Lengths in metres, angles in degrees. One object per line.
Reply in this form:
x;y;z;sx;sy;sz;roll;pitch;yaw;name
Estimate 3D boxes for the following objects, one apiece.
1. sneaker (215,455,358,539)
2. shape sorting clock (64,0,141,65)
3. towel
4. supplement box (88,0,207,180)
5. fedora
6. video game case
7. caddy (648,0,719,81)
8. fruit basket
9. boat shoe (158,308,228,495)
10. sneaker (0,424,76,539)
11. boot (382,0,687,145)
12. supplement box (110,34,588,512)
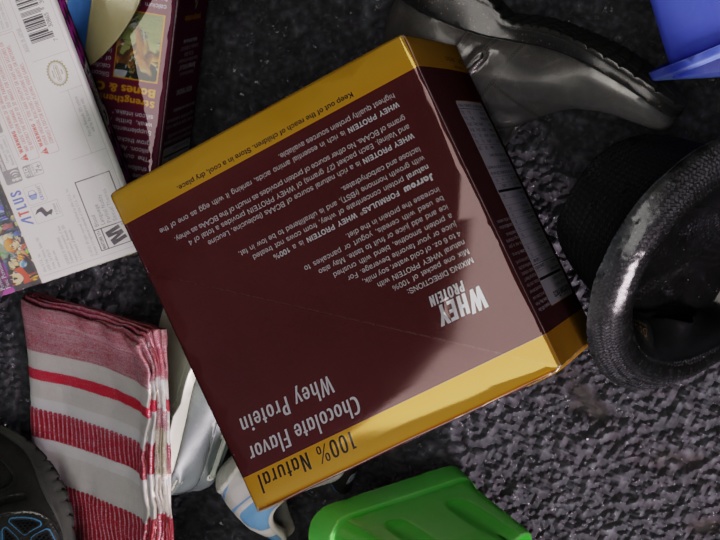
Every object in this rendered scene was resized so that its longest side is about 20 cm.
-0.011;0.096;1.113;0.072;0.072;0.200;42;107;-4;sneaker
-0.219;-0.204;1.007;0.199;0.039;0.201;3;107;9;shape sorting clock
-0.177;0.123;1.130;0.144;0.023;0.201;11;107;44;towel
-0.164;-0.123;1.080;0.110;0.086;0.201;10;103;7;supplement box
0.185;-0.024;1.016;0.092;0.200;0.201;41;108;35;fedora
-0.239;-0.077;0.999;0.180;0.036;0.201;-18;114;1;video game case
0.252;-0.171;0.979;0.199;0.141;0.105;-23;94;13;caddy
0.009;0.237;1.124;0.215;0.155;0.217;19;114;49;fruit basket
-0.097;0.058;1.133;0.062;0.073;0.201;15;100;-39;boat shoe
-0.229;0.186;1.128;0.200;0.082;0.073;53;135;24;sneaker
0.093;-0.096;1.064;0.199;0.070;0.132;26;108;14;boot
0.000;0.000;0.991;0.197;0.133;0.201;-27;87;16;supplement box
